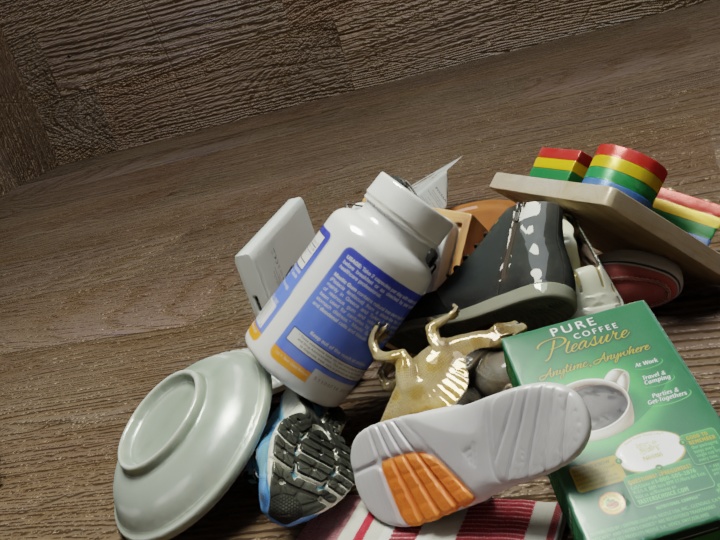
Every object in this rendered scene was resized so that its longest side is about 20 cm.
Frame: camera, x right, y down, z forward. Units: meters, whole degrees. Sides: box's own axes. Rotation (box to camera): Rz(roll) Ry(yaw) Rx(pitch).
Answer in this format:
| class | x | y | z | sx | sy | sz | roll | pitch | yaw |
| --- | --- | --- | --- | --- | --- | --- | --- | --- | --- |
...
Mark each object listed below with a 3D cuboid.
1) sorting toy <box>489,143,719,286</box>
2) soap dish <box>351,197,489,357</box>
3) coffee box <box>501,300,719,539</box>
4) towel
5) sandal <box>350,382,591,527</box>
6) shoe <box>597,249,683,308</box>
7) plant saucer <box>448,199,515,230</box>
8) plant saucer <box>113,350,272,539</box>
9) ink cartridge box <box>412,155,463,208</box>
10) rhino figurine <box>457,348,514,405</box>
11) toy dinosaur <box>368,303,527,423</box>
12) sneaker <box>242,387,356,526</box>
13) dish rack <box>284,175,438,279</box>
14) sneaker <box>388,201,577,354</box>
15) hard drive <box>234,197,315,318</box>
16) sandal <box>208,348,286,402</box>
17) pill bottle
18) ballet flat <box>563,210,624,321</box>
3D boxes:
| class | x | y | z | sx | sy | sz | roll | pitch | yaw |
| --- | --- | --- | --- | --- | --- | --- | --- | --- | --- |
| sorting toy | 0.270 | -0.065 | 0.853 | 0.070 | 0.200 | 0.199 | -64 | 25 | 0 |
| soap dish | 0.053 | 0.008 | 0.923 | 0.081 | 0.158 | 0.200 | 12 | 2 | -34 |
| coffee box | 0.187 | 0.113 | 0.598 | 0.123 | 0.044 | 0.200 | -17 | 40 | 1 |
| towel | 0.037 | 0.210 | 0.592 | 0.200 | 0.023 | 0.144 | -6 | 21 | 26 |
| sandal | 0.083 | 0.134 | 0.608 | 0.206 | 0.079 | 0.059 | -24 | -19 | 35 |
| shoe | 0.217 | 0.036 | 0.838 | 0.200 | 0.072 | 0.091 | -2 | 41 | 24 |
| plant saucer | 0.152 | -0.053 | 1.161 | 0.200 | 0.038 | 0.200 | -16 | 20 | 6 |
| plant saucer | -0.168 | 0.147 | 0.764 | 0.200 | 0.050 | 0.200 | -32 | 31 | 23 |
| ink cartridge box | 0.067 | -0.088 | 1.246 | 0.162 | 0.057 | 0.200 | -27 | 5 | 40 |
| rhino figurine | 0.154 | 0.104 | 0.712 | 0.200 | 0.060 | 0.087 | 4 | 22 | 40 |
| toy dinosaur | 0.044 | 0.092 | 0.698 | 0.200 | 0.058 | 0.101 | -45 | 41 | -1 |
| sneaker | -0.057 | 0.169 | 0.711 | 0.090 | 0.078 | 0.200 | -53 | 5 | 9 |
| dish rack | 0.000 | 0.000 | 0.882 | 0.054 | 0.200 | 0.154 | 12 | 37 | -35 |
| sneaker | 0.110 | 0.013 | 0.783 | 0.200 | 0.075 | 0.106 | -19 | 51 | 35 |
| hard drive | -0.097 | -0.001 | 1.092 | 0.026 | 0.132 | 0.200 | -11 | 21 | 19 |
| sandal | -0.092 | 0.117 | 0.912 | 0.202 | 0.050 | 0.082 | -13 | 31 | -26 |
| pill bottle | -0.006 | 0.015 | 0.761 | 0.200 | 0.112 | 0.112 | -53 | 20 | 6 |
| ballet flat | 0.197 | 0.009 | 0.770 | 0.072 | 0.072 | 0.201 | -17 | 45 | 1 |
